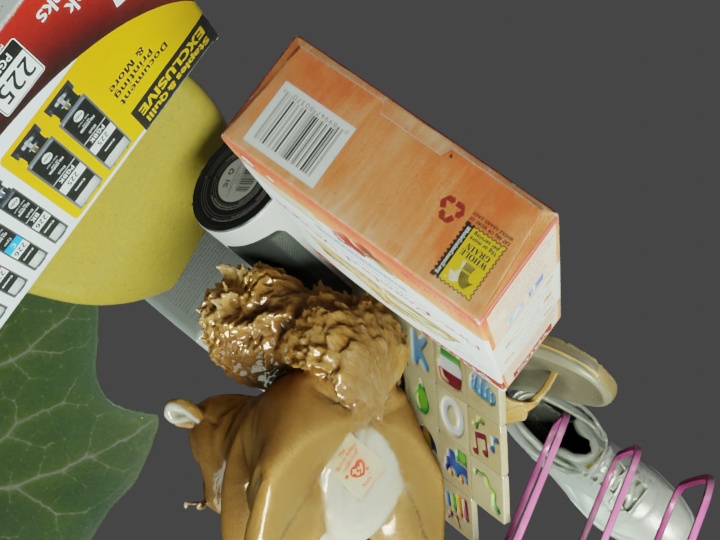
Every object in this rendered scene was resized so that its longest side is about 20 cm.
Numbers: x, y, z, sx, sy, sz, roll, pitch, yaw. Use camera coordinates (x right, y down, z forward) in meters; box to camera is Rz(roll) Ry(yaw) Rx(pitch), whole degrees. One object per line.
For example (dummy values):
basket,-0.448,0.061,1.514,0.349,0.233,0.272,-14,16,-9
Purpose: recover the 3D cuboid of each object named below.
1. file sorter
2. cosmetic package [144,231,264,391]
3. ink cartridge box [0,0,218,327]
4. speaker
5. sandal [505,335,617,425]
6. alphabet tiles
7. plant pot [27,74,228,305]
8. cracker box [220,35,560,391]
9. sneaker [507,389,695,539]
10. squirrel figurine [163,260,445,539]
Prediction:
file sorter,0.187,0.186,0.706,0.199,0.126,0.139,24,173,10
cosmetic package,-0.124,0.016,1.268,0.165,0.166,0.200,41,173,-40
ink cartridge box,-0.165,-0.070,0.532,0.084,0.201,0.176,34,174,19
speaker,-0.026,-0.013,0.806,0.081,0.081,0.200,32,173,44
sandal,0.077,0.073,0.759,0.199,0.054,0.080,5,154,35
alphabet tiles,0.040,0.063,0.716,0.166,0.006,0.202,30,131,55
plant pot,-0.206,-0.084,0.827,0.199,0.197,0.194,30,-179,-44
cracker box,0.025,-0.015,0.537,0.134,0.058,0.200,36,176,16
sneaker,0.200,0.171,0.963,0.199,0.074,0.116,37,179,10
squirrel figurine,-0.049,0.095,0.757,0.140,0.202,0.186,1,-176,-32
